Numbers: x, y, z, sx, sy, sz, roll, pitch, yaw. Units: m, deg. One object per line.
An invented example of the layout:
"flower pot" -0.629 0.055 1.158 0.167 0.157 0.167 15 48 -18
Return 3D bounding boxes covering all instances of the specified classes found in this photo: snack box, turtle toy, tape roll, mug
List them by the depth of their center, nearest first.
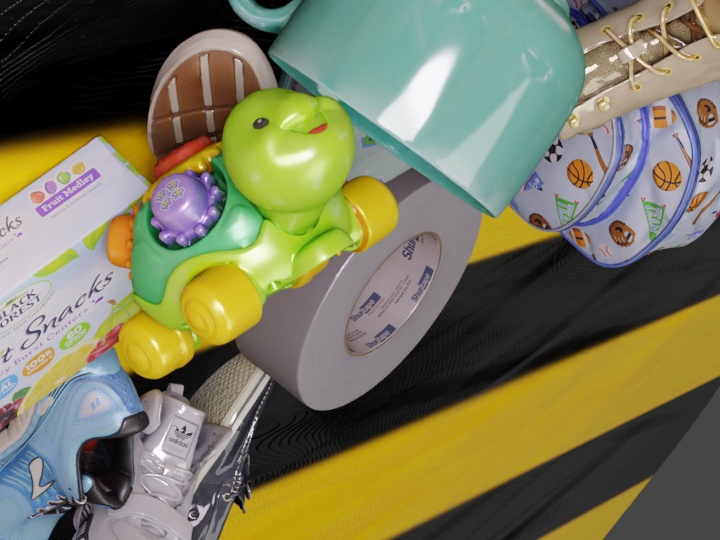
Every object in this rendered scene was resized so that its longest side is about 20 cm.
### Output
"mug" 0.033 -0.126 1.029 0.114 0.185 0.152 -54 -156 1
"turtle toy" -0.060 -0.030 1.032 0.146 0.101 0.200 -34 -177 -36
"snack box" -0.205 0.028 1.107 0.200 0.053 0.142 -38 157 -19
"tape roll" 0.000 0.000 1.380 0.200 0.066 0.200 -43 154 -27

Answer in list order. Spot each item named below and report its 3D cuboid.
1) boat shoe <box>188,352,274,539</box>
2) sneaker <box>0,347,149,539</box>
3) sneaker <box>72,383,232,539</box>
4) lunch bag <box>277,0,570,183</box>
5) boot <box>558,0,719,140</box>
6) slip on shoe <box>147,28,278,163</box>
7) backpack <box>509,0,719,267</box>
"boat shoe" -0.112 0.153 1.442 0.062 0.075 0.200 27 88 -28
"sneaker" -0.198 0.135 1.274 0.078 0.090 0.200 -23 153 -44
"sneaker" -0.144 0.152 1.340 0.115 0.075 0.200 -57 -160 9
"lunch bag" 0.041 -0.145 1.207 0.200 0.077 0.161 -31 155 -32
"boot" 0.179 -0.138 1.179 0.155 0.073 0.200 -22 -179 -1
"slip on shoe" -0.081 -0.077 1.138 0.200 0.076 0.061 90 9 -52
"backpack" 0.181 -0.103 1.390 0.154 0.191 0.200 -27 154 -39
